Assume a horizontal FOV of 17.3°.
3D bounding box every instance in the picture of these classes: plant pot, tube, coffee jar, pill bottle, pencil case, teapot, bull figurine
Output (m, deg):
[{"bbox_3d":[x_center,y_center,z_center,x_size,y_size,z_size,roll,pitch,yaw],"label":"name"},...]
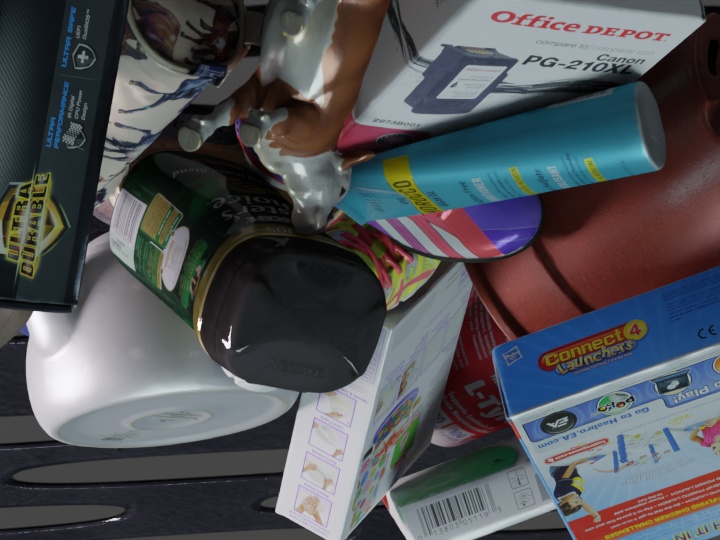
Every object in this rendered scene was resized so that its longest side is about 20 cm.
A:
[{"bbox_3d":[0.195,-0.049,1.473,0.200,0.201,0.195,11,143,-39],"label":"plant pot"},{"bbox_3d":[0.072,-0.062,1.350,0.199,0.051,0.077,-12,150,23],"label":"tube"},{"bbox_3d":[-0.066,-0.001,1.376,0.104,0.086,0.200,11,-165,-30],"label":"coffee jar"},{"bbox_3d":[0.123,0.050,1.750,0.200,0.113,0.112,-25,153,35],"label":"pill bottle"},{"bbox_3d":[-0.135,-0.103,1.347,0.089,0.078,0.200,28,145,-18],"label":"pencil case"},{"bbox_3d":[-0.132,0.031,1.588,0.197,0.147,0.200,-8,164,0],"label":"teapot"},{"bbox_3d":[-0.031,-0.110,1.264,0.065,0.201,0.121,26,-155,24],"label":"bull figurine"}]

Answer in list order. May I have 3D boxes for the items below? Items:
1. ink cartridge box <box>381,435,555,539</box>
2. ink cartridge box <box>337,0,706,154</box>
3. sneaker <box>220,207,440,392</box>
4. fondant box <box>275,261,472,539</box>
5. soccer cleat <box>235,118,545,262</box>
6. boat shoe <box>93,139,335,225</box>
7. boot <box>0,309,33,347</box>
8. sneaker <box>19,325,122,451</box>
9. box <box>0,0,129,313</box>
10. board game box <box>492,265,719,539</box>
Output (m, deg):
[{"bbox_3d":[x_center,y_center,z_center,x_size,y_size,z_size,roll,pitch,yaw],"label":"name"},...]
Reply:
[{"bbox_3d":[0.094,0.143,1.759,0.160,0.050,0.200,-20,-167,-5],"label":"ink cartridge box"},{"bbox_3d":[0.077,-0.137,1.330,0.144,0.085,0.200,3,156,-27],"label":"ink cartridge box"},{"bbox_3d":[0.000,0.000,1.483,0.200,0.078,0.090,-47,-175,-16],"label":"sneaker"},{"bbox_3d":[0.014,0.071,1.644,0.058,0.144,0.200,25,127,18],"label":"fondant box"},{"bbox_3d":[0.014,-0.060,1.429,0.199,0.068,0.073,21,168,16],"label":"soccer cleat"},{"bbox_3d":[-0.085,-0.046,1.527,0.199,0.072,0.065,3,171,-38],"label":"boat shoe"},{"bbox_3d":[-0.256,-0.007,1.355,0.200,0.147,0.070,11,157,44],"label":"boot"},{"bbox_3d":[-0.170,0.065,1.700,0.080,0.116,0.199,-23,154,30],"label":"sneaker"},{"bbox_3d":[-0.209,-0.085,1.225,0.159,0.201,0.046,7,-171,-32],"label":"box"},{"bbox_3d":[0.204,0.089,1.456,0.199,0.056,0.196,-20,139,8],"label":"board game box"}]
